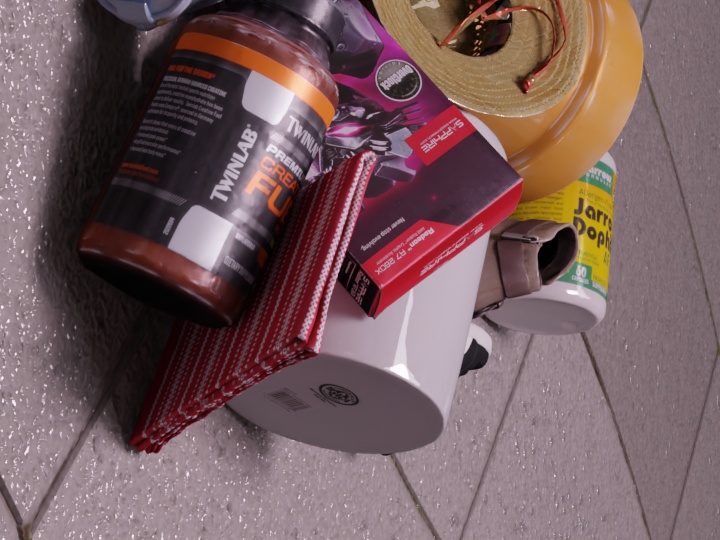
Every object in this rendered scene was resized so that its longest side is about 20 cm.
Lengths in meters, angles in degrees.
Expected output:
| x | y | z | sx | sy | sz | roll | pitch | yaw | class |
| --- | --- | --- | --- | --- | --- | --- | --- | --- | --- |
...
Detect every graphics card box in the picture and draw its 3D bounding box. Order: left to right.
| x | y | z | sx | sy | sz | roll | pitch | yaw | class |
| --- | --- | --- | --- | --- | --- | --- | --- | --- | --- |
| -0.009 | -0.084 | 1.347 | 0.125 | 0.200 | 0.051 | -36 | 166 | -21 | graphics card box |

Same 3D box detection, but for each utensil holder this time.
| x | y | z | sx | sy | sz | roll | pitch | yaw | class |
| --- | --- | --- | --- | --- | --- | --- | --- | --- | --- |
| 0.000 | 0.000 | 1.428 | 0.170 | 0.169 | 0.201 | 55 | 41 | -53 | utensil holder |

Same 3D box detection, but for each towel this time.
| x | y | z | sx | sy | sz | roll | pitch | yaw | class |
| --- | --- | --- | --- | --- | --- | --- | --- | --- | --- |
| -0.064 | 0.022 | 1.273 | 0.022 | 0.200 | 0.145 | 32 | 53 | -20 | towel |

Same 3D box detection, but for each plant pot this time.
| x | y | z | sx | sy | sz | roll | pitch | yaw | class |
| --- | --- | --- | --- | --- | --- | --- | --- | --- | --- |
| 0.084 | -0.174 | 1.639 | 0.183 | 0.200 | 0.201 | 26 | 63 | -47 | plant pot |

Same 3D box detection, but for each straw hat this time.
| x | y | z | sx | sy | sz | roll | pitch | yaw | class |
| --- | --- | --- | --- | --- | --- | --- | --- | --- | --- |
| 0.054 | -0.181 | 1.463 | 0.201 | 0.085 | 0.202 | 12 | 69 | -35 | straw hat |

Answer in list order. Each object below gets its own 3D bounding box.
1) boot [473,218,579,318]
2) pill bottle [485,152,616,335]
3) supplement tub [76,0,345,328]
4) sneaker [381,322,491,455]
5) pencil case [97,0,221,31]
| x | y | z | sx | sy | sz | roll | pitch | yaw | class |
| --- | --- | --- | --- | --- | --- | --- | --- | --- | --- |
| 0.101 | -0.022 | 1.695 | 0.200 | 0.146 | 0.070 | -56 | 137 | -54 | boot |
| 0.170 | -0.053 | 1.904 | 0.113 | 0.112 | 0.201 | 43 | 50 | -59 | pill bottle |
| -0.080 | -0.075 | 1.254 | 0.200 | 0.107 | 0.107 | -66 | 151 | -11 | supplement tub |
| 0.033 | 0.088 | 1.637 | 0.200 | 0.073 | 0.112 | 18 | 75 | -57 | sneaker |
| -0.095 | -0.202 | 1.327 | 0.200 | 0.083 | 0.091 | -27 | 140 | -65 | pencil case |
